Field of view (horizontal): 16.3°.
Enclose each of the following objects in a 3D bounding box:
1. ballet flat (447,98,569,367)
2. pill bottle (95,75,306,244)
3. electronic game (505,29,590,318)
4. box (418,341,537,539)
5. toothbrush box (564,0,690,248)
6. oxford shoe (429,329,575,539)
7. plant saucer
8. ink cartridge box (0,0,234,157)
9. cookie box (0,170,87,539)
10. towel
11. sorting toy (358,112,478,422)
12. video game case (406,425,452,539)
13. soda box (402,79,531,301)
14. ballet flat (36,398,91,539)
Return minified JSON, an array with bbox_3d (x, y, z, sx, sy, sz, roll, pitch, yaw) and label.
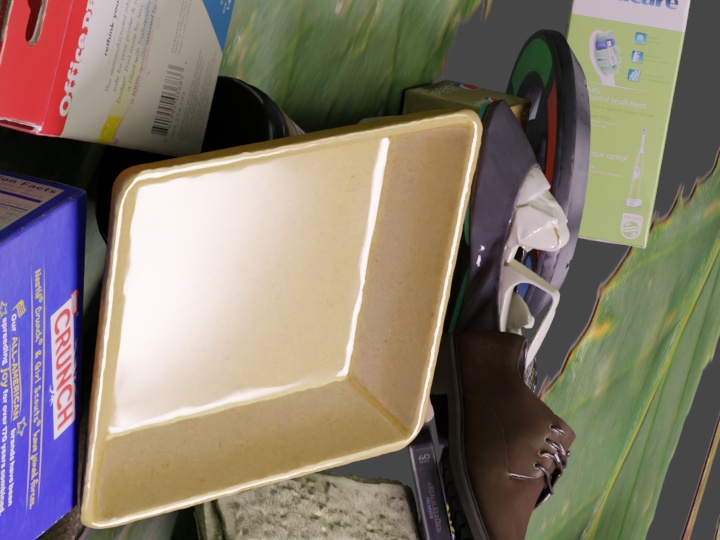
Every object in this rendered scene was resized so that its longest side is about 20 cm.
[{"bbox_3d":[0.095,-0.006,1.575,0.073,0.073,0.201,-22,124,-62],"label":"ballet flat"},{"bbox_3d":[-0.041,-0.007,1.315,0.200,0.112,0.112,43,63,-48],"label":"pill bottle"},{"bbox_3d":[0.115,-0.063,1.693,0.200,0.041,0.201,-173,-90,-81],"label":"electronic game"},{"bbox_3d":[0.077,0.152,1.778,0.193,0.047,0.201,75,33,-81],"label":"box"},{"bbox_3d":[0.183,-0.134,1.803,0.146,0.086,0.201,-66,166,-73],"label":"toothbrush box"},{"bbox_3d":[0.089,0.117,1.493,0.073,0.084,0.201,79,3,-58],"label":"oxford shoe"},{"bbox_3d":[-0.049,0.013,1.205,0.199,0.048,0.200,-12,128,-31],"label":"plant saucer"},{"bbox_3d":[-0.132,-0.120,1.146,0.200,0.067,0.117,6,97,-67],"label":"ink cartridge box"},{"bbox_3d":[-0.202,0.067,1.089,0.200,0.075,0.172,-38,139,-55],"label":"cookie box"},{"bbox_3d":[-0.019,0.178,1.406,0.200,0.036,0.149,15,57,-53],"label":"towel"},{"bbox_3d":[0.000,0.000,1.520,0.199,0.069,0.201,-14,116,-69],"label":"sorting toy"},{"bbox_3d":[0.055,0.198,1.534,0.143,0.019,0.201,-13,92,-89],"label":"video game case"},{"bbox_3d":[0.057,-0.020,1.649,0.064,0.068,0.201,-22,124,-62],"label":"soda box"},{"bbox_3d":[-0.147,0.101,1.291,0.200,0.046,0.067,-61,-174,-18],"label":"ballet flat"}]
